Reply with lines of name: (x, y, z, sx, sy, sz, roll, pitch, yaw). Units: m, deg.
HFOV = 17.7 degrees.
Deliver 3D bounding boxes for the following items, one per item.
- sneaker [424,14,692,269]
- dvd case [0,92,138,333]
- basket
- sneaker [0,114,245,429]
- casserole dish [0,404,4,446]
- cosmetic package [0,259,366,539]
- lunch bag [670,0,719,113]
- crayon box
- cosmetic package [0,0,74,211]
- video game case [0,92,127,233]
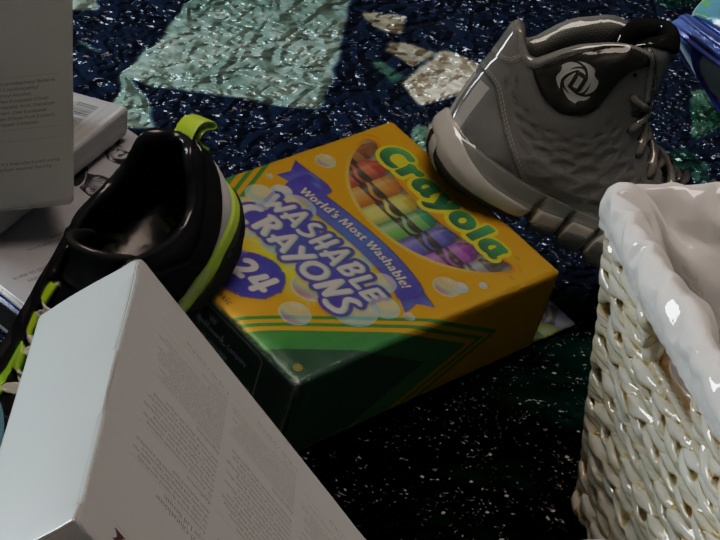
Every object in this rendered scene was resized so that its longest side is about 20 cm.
sneaker: (0.140, -0.057, 1.112, 0.199, 0.116, 0.075, 25, 20, -17)
dvd case: (-0.148, -0.026, 1.149, 0.150, 0.025, 0.200, -21, 41, -38)
basket: (0.203, 0.074, 0.914, 0.198, 0.162, 0.199, -3, 31, -12)
sneaker: (-0.120, 0.017, 0.965, 0.071, 0.083, 0.201, 21, 64, 21)
casserole dish: (-0.237, 0.056, 0.919, 0.198, 0.122, 0.039, 7, 8, 2)
cosmetic package: (-0.044, 0.116, 0.781, 0.051, 0.200, 0.151, -29, 25, 16)
lunch bag: (0.245, -0.066, 1.136, 0.082, 0.200, 0.161, -46, 47, 0)
crayon box: (0.000, 0.000, 1.084, 0.199, 0.052, 0.126, -21, 52, -39)
cosmetic package: (-0.182, -0.138, 1.074, 0.084, 0.201, 0.108, -5, 33, -16)
video game case: (-0.239, -0.074, 1.173, 0.199, 0.018, 0.143, 17, 33, 19)
